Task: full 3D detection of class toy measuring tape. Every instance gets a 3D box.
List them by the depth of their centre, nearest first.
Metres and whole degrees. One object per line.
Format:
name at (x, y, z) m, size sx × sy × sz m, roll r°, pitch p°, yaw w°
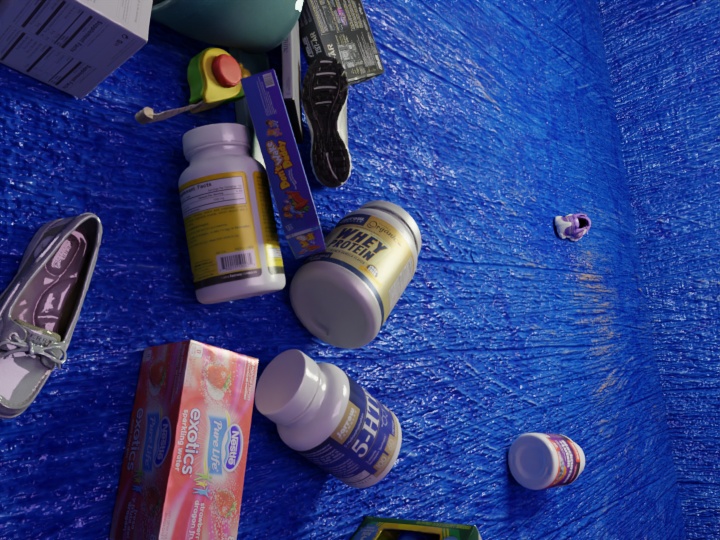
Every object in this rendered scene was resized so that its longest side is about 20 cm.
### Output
toy measuring tape at (-0.210, -0.238, 0.767) m, size 0.199 × 0.073 × 0.075 m, roll -36°, pitch 108°, yaw -49°

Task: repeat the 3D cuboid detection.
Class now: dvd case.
dvd case at (-0.100, -0.309, 0.892) m, size 0.143 × 0.017 × 0.205 m, roll 89°, pitch -2°, yaw -78°

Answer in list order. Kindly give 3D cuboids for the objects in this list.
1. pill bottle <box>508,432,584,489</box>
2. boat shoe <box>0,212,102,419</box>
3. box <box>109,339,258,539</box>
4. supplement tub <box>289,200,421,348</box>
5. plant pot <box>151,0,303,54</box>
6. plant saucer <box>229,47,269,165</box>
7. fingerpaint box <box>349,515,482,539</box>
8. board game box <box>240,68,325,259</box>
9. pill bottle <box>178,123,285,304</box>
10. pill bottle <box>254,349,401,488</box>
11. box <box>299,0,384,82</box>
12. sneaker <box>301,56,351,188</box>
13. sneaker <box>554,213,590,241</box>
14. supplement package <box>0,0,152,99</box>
pill bottle at (0.415, 0.414, 1.330) m, size 0.198 × 0.110 × 0.114 m, roll 17°, pitch 67°, yaw -47°
boat shoe at (-0.303, 0.037, 0.581) m, size 0.074 × 0.064 × 0.206 m, roll 38°, pitch 53°, yaw -38°
box at (-0.186, 0.189, 0.661) m, size 0.102 × 0.093 × 0.205 m, roll 26°, pitch 61°, yaw -45°
supplement tub at (0.000, 0.000, 0.902) m, size 0.146 × 0.142 × 0.201 m, roll 59°, pitch 42°, yaw -22°
plant pot at (-0.174, -0.374, 0.763) m, size 0.187 × 0.196 × 0.205 m, roll 17°, pitch 67°, yaw -58°
plant saucer at (-0.149, -0.225, 0.879) m, size 0.069 × 0.019 × 0.205 m, roll 1°, pitch 81°, yaw -50°
fingerpaint box at (0.051, 0.418, 0.810) m, size 0.166 × 0.197 × 0.075 m, roll -39°, pitch 109°, yaw -47°
board game box at (-0.096, -0.129, 0.782) m, size 0.135 × 0.044 × 0.204 m, roll 92°, pitch -19°, yaw -79°
pill bottle at (-0.161, -0.068, 0.747) m, size 0.111 × 0.111 × 0.205 m, roll -6°, pitch 85°, yaw -51°
pill bottle at (-0.043, 0.197, 0.817) m, size 0.200 × 0.118 × 0.122 m, roll 44°, pitch 49°, yaw -34°
box at (-0.045, -0.418, 1.037) m, size 0.160 × 0.043 × 0.204 m, roll -34°, pitch 107°, yaw -49°
sneaker at (-0.053, -0.230, 0.954) m, size 0.079 × 0.072 × 0.205 m, roll -134°, pitch -138°, yaw -87°
sneaker at (0.636, -0.129, 1.770) m, size 0.198 × 0.082 × 0.083 m, roll -11°, pitch 89°, yaw -52°
supplement package at (-0.288, -0.313, 0.620) m, size 0.110 × 0.154 × 0.205 m, roll 20°, pitch 65°, yaw -44°
